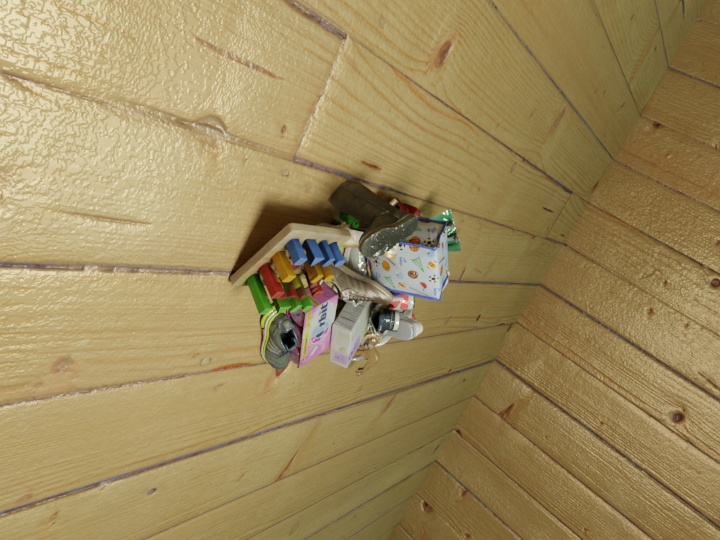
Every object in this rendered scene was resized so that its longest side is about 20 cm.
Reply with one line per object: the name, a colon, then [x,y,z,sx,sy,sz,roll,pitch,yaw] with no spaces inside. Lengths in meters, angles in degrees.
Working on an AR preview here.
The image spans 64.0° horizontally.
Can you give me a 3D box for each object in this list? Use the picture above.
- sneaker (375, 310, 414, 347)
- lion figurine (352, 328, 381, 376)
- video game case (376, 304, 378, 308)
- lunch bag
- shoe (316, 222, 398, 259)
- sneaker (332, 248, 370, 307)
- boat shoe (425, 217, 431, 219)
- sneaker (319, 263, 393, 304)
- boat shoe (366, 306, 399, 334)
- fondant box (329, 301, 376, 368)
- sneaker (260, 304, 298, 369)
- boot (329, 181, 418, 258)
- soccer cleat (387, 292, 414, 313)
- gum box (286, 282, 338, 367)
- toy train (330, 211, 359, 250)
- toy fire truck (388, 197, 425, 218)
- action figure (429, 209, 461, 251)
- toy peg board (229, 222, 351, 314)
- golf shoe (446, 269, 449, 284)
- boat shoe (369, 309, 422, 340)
sneaker: [0.074,0.167,1.801,0.199,0.077,0.083,-37,115,-17]
lion figurine: [0.019,0.242,1.726,0.120,0.074,0.201,-21,147,3]
video game case: [0.123,0.039,1.691,0.198,0.018,0.144,-34,169,-17]
lunch bag: [0.107,-0.038,1.379,0.125,0.195,0.173,-60,149,-44]
shoe: [-0.008,-0.079,1.285,0.070,0.195,0.055,-73,178,-71]
sneaker: [0.000,0.000,1.469,0.075,0.091,0.203,-19,135,-48]
boat shoe: [0.144,-0.069,1.649,0.065,0.075,0.200,23,116,-37]
sneaker: [-0.018,0.047,1.398,0.077,0.197,0.070,-62,-176,-14]
boat shoe: [0.054,0.138,1.570,0.200,0.060,0.077,166,-69,-79]
fondant box: [-0.016,0.140,1.562,0.201,0.057,0.146,-56,160,-45]
sneaker: [-0.190,0.175,1.371,0.073,0.080,0.203,-35,146,-30]
boot: [0.003,-0.118,1.233,0.180,0.199,0.074,-24,141,-41]
soccer cleat: [0.101,0.085,1.635,0.200,0.071,0.070,146,-55,-81]
gum box: [-0.127,0.140,1.446,0.113,0.066,0.203,-30,143,-40]
toy train: [-0.056,-0.083,1.351,0.202,0.041,0.056,-53,142,-4]
toy fire truck: [0.078,-0.107,1.474,0.199,0.128,0.178,39,82,-43]
action figure: [0.167,-0.082,1.585,0.055,0.196,0.121,-48,121,-69]
toy peg board: [-0.125,0.007,1.186,0.198,0.099,0.198,-37,160,28]
golf shoe: [0.139,0.010,1.561,0.079,0.196,0.098,85,26,-46]
boat shoe: [0.099,0.155,1.682,0.069,0.197,0.073,-10,102,-42]
